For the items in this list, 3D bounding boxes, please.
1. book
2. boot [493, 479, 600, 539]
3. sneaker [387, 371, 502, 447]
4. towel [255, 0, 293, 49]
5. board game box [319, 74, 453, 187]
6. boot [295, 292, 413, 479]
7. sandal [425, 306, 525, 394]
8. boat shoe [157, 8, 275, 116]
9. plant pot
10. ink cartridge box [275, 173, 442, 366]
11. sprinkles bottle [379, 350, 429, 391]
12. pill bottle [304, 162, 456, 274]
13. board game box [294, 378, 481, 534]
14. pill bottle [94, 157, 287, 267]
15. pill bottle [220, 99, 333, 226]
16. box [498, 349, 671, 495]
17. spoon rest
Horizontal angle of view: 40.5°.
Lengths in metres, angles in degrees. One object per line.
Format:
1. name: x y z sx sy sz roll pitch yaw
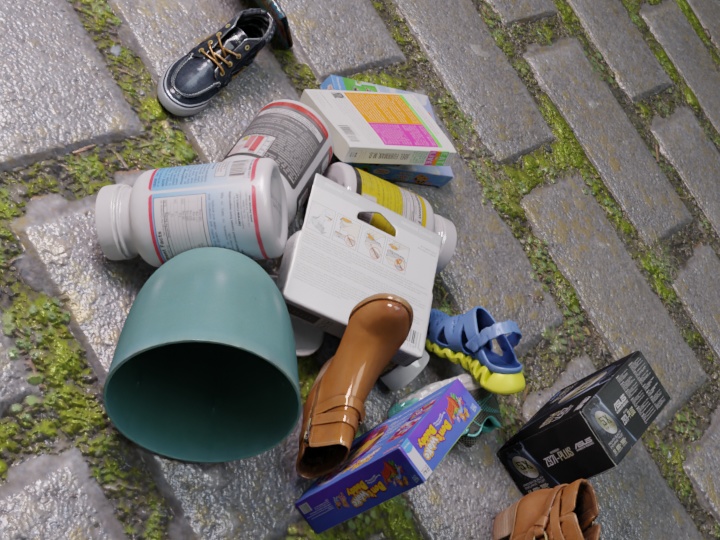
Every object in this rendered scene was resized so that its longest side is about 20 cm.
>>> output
1. book: 0.026 -0.198 1.365 0.197 0.049 0.134 -2 42 -39
2. boot: 0.233 0.363 1.183 0.076 0.155 0.203 26 49 -25
3. sneaker: 0.121 0.188 1.272 0.198 0.077 0.093 -10 74 -42
4. towel: -0.159 -0.419 1.389 0.202 0.021 0.147 58 -1 3
5. board game box: 0.041 -0.209 1.480 0.197 0.036 0.154 4 61 -40
6. boot: -0.012 0.131 1.098 0.076 0.200 0.157 34 38 -14
7. sandal: 0.151 0.086 1.291 0.078 0.199 0.089 -3 110 -36
8. boat shoe: -0.189 -0.283 1.289 0.071 0.091 0.201 45 44 -7
9. plant pot: -0.159 0.076 1.022 0.198 0.201 0.163 25 39 -26
10. ink cartridge box: 0.000 0.000 1.207 0.197 0.043 0.176 25 58 -20
11. sprinkles bottle: 0.001 0.060 1.252 0.200 0.068 0.068 48 43 -4
12. pill bottle: 0.032 -0.061 1.324 0.197 0.111 0.113 21 52 -30
13. board game box: 0.029 0.208 1.085 0.045 0.199 0.134 51 44 -1
14. pill bottle: -0.184 -0.061 1.077 0.196 0.109 0.111 -4 57 7
15. pill bottle: -0.118 -0.116 1.226 0.116 0.116 0.201 40 45 -12
16. box: 0.311 0.214 1.350 0.199 0.163 0.087 -30 84 -46
17. spoon rest: -0.123 0.040 1.164 0.197 0.060 0.101 23 51 -27
